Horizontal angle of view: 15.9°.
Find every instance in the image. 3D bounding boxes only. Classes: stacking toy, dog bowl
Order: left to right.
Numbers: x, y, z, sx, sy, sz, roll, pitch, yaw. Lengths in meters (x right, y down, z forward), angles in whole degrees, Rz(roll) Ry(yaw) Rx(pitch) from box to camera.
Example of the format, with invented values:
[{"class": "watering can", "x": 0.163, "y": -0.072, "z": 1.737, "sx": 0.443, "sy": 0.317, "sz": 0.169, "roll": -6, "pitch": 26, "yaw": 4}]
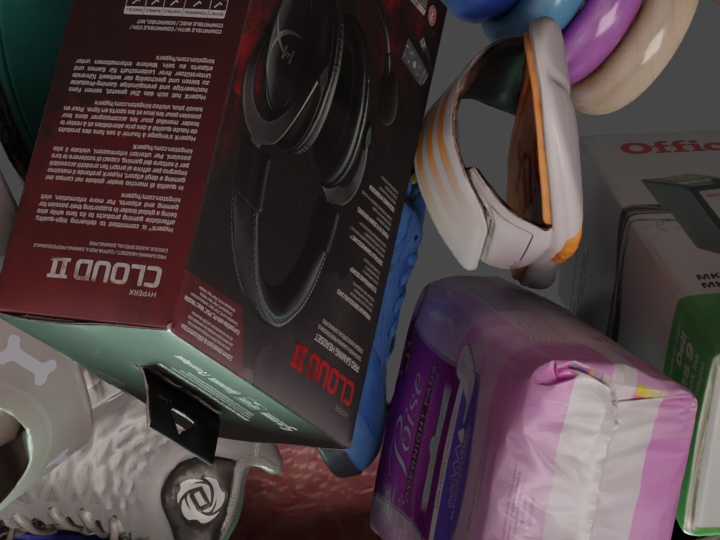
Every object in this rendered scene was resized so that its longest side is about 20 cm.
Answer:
[{"class": "dog bowl", "x": -0.163, "y": -0.003, "z": 0.970, "sx": 0.058, "sy": 0.200, "sz": 0.201, "roll": -25, "pitch": 123, "yaw": -14}, {"class": "stacking toy", "x": 0.032, "y": -0.138, "z": 1.001, "sx": 0.199, "sy": 0.085, "sz": 0.086, "roll": 26, "pitch": 112, "yaw": -20}]

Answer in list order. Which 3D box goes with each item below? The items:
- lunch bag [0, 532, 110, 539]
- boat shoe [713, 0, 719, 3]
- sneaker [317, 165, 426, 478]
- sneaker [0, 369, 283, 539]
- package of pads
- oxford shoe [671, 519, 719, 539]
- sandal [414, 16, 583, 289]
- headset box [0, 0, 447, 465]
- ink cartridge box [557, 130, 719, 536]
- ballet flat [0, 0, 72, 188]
[{"class": "lunch bag", "x": -0.180, "y": 0.211, "z": 1.134, "sx": 0.199, "sy": 0.128, "sz": 0.171, "roll": 3, "pitch": 118, "yaw": -2}, {"class": "boat shoe", "x": 0.226, "y": -0.102, "z": 1.067, "sx": 0.199, "sy": 0.071, "sz": 0.065, "roll": 6, "pitch": 118, "yaw": -18}, {"class": "sneaker", "x": 0.000, "y": 0.000, "z": 1.078, "sx": 0.078, "sy": 0.066, "sz": 0.201, "roll": -13, "pitch": 121, "yaw": -4}, {"class": "sneaker", "x": -0.123, "y": 0.106, "z": 1.082, "sx": 0.199, "sy": 0.075, "sz": 0.116, "roll": -28, "pitch": 88, "yaw": 5}, {"class": "package of pads", "x": 0.064, "y": 0.077, "z": 1.022, "sx": 0.075, "sy": 0.200, "sz": 0.121, "roll": 12, "pitch": 97, "yaw": -13}, {"class": "oxford shoe", "x": 0.174, "y": 0.080, "z": 1.100, "sx": 0.200, "sy": 0.071, "sz": 0.073, "roll": -32, "pitch": 168, "yaw": -21}, {"class": "sandal", "x": 0.051, "y": -0.032, "z": 1.014, "sx": 0.059, "sy": 0.080, "sz": 0.207, "roll": -5, "pitch": 164, "yaw": -1}, {"class": "headset box", "x": -0.047, "y": -0.034, "z": 0.925, "sx": 0.077, "sy": 0.201, "sz": 0.149, "roll": 4, "pitch": 162, "yaw": 26}, {"class": "ink cartridge box", "x": 0.175, "y": 0.018, "z": 1.051, "sx": 0.145, "sy": 0.200, "sz": 0.084, "roll": -2, "pitch": 118, "yaw": -12}, {"class": "ballet flat", "x": -0.103, "y": -0.030, "z": 1.027, "sx": 0.072, "sy": 0.072, "sz": 0.201, "roll": -31, "pitch": 95, "yaw": 6}]
